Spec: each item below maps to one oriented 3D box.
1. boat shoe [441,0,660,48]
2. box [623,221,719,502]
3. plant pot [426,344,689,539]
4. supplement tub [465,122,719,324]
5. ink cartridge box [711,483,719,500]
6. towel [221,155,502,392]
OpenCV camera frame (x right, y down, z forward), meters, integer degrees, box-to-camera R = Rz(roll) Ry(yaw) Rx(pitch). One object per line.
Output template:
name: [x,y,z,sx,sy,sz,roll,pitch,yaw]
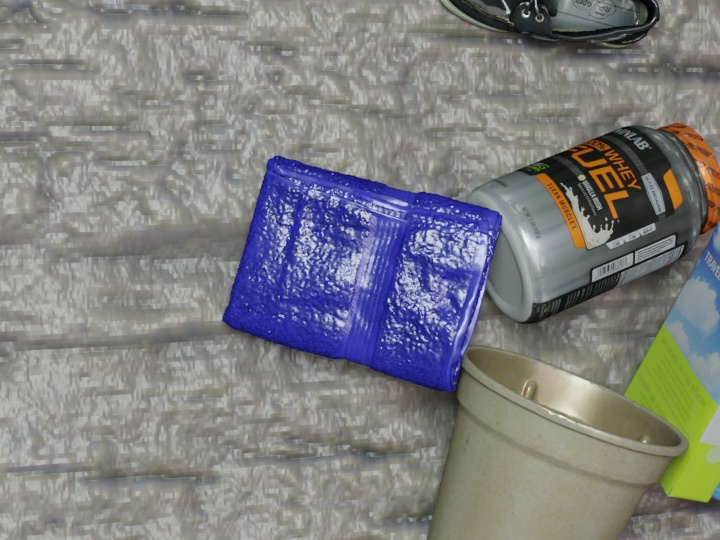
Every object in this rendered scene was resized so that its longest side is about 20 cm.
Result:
boat shoe: [0.162,-0.229,1.252,0.198,0.066,0.075,15,89,-19]
box: [0.293,0.077,1.250,0.047,0.122,0.201,12,118,-21]
plant pot: [0.140,0.184,1.223,0.199,0.200,0.185,18,100,-19]
supplement tub: [0.197,-0.045,1.248,0.199,0.122,0.123,-23,101,-17]
ink cartridge box: [0.362,0.114,1.344,0.115,0.067,0.202,21,87,-18]
towel: [0.000,0.000,1.176,0.198,0.050,0.149,15,88,11]
